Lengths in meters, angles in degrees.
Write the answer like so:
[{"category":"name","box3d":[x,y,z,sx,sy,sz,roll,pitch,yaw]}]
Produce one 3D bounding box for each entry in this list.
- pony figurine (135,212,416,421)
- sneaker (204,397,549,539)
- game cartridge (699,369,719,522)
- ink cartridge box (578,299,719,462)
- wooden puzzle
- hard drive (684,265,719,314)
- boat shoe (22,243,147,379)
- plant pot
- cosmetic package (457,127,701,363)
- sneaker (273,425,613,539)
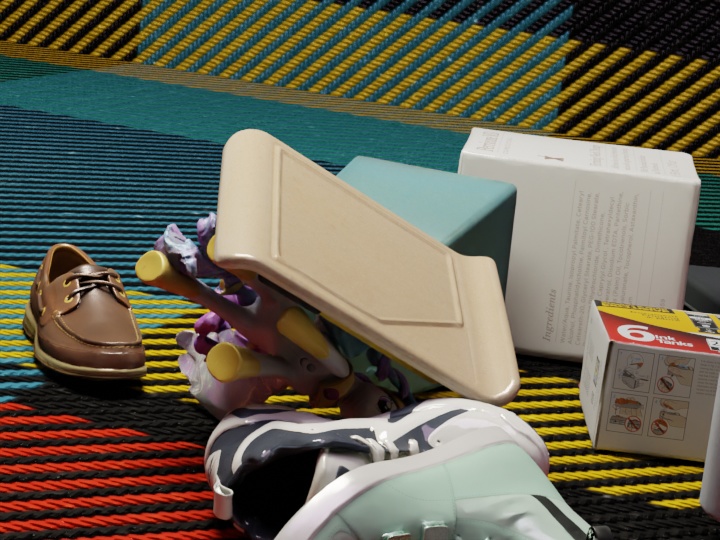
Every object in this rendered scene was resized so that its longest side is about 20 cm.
[{"category":"pony figurine","box3d":[-0.053,0.040,1.160,0.200,0.167,0.193,37,7,-49]},{"category":"sneaker","box3d":[0.007,0.121,1.000,0.198,0.080,0.130,8,14,1]},{"category":"game cartridge","box3d":[0.307,0.115,1.071,0.199,0.134,0.042,10,12,16]},{"category":"ink cartridge box","box3d":[0.266,0.080,1.326,0.198,0.085,0.176,7,12,0]},{"category":"wooden puzzle","box3d":[0.000,0.000,1.115,0.199,0.037,0.185,27,23,-15]},{"category":"hard drive","box3d":[0.389,0.035,1.727,0.138,0.033,0.200,5,13,-11]},{"category":"boat shoe","box3d":[-0.203,0.030,1.312,0.072,0.068,0.200,2,13,-23]},{"category":"plant pot","box3d":[0.020,0.014,1.376,0.140,0.142,0.200,11,20,18]},{"category":"cosmetic package","box3d":[0.178,-0.021,1.541,0.198,0.168,0.167,7,12,6]},{"category":"sneaker","box3d":[0.043,0.152,0.897,0.200,0.074,0.118,-21,49,-39]}]
